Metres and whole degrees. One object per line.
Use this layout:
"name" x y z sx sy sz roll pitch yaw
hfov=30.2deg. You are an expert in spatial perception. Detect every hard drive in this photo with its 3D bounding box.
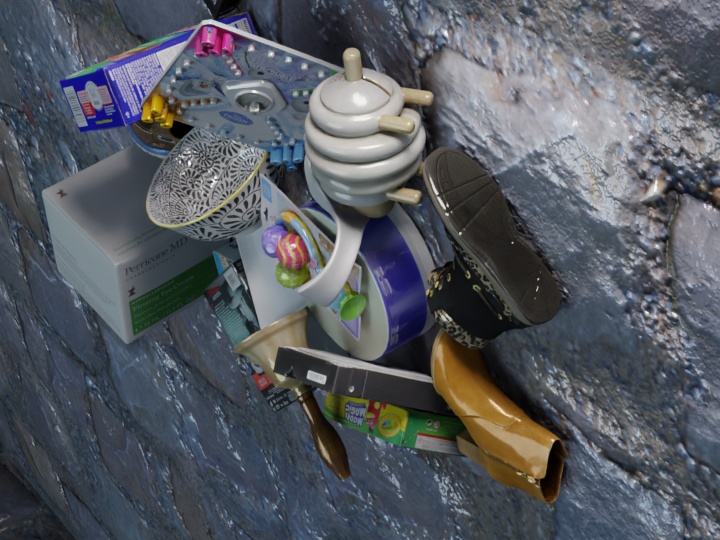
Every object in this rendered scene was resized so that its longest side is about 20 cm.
"hard drive" 0.017 0.127 1.537 0.139 0.199 0.038 12 87 57

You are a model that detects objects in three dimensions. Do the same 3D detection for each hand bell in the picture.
"hand bell" -0.062 0.158 1.602 0.201 0.104 0.104 62 154 6

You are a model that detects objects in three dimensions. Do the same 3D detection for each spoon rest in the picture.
"spoon rest" -0.024 -0.062 1.424 0.099 0.202 0.060 27 142 -30

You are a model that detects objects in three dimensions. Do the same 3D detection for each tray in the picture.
"tray" -0.112 -0.025 1.701 0.107 0.022 0.202 -37 60 40

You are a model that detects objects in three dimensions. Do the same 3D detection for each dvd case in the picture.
"dvd case" -0.138 0.092 1.809 0.201 0.022 0.146 58 152 3

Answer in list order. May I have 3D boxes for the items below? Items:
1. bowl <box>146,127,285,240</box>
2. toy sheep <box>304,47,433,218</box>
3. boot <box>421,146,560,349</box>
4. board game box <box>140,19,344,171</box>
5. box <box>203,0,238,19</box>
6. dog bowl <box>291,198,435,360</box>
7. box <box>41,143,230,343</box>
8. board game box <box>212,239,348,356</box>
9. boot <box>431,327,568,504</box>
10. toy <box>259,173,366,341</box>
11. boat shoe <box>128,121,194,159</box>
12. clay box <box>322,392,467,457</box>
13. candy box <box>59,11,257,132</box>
"bowl" -0.160 -0.104 1.652 0.200 0.201 0.094 22 159 51
"toy sheep" 0.006 -0.138 1.354 0.138 0.137 0.201 35 143 40
"boot" 0.107 -0.014 1.361 0.201 0.073 0.151 53 153 3
"board game box" -0.116 -0.182 1.449 0.200 0.198 0.026 -35 43 55
"box" -0.167 -0.395 1.508 0.144 0.036 0.200 58 152 7
"dog bowl" 0.000 0.000 1.550 0.200 0.078 0.201 42 148 34
"box" -0.318 -0.048 1.930 0.200 0.198 0.172 40 147 32
"board game box" -0.108 0.051 1.809 0.199 0.064 0.149 25 136 50
"boot" 0.157 0.154 1.452 0.143 0.071 0.203 21 137 44
"toy" -0.071 -0.009 1.525 0.200 0.047 0.116 40 145 34
"boat shoe" -0.243 -0.190 1.814 0.199 0.072 0.073 28 136 32
"clay box" 0.040 0.178 1.613 0.199 0.114 0.048 10 87 57
"candy box" -0.236 -0.237 1.597 0.169 0.199 0.078 5 118 59
